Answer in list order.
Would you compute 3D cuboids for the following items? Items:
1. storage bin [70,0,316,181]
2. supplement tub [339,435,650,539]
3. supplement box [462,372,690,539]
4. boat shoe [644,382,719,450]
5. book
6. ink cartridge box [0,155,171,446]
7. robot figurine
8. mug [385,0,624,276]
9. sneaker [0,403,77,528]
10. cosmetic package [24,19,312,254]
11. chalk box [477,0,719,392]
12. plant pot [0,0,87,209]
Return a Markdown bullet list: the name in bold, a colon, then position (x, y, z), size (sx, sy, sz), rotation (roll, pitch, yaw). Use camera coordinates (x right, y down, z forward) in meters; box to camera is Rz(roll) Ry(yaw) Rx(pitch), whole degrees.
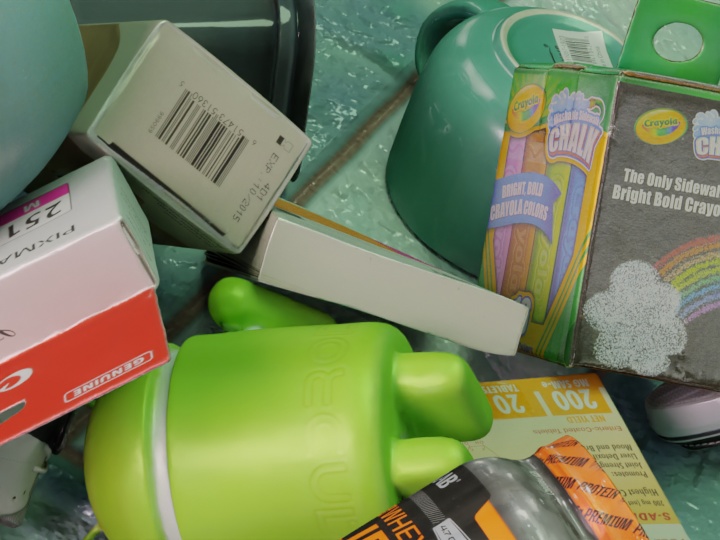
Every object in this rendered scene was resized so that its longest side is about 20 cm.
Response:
- **storage bin**: position (-0.105, -0.157, 1.644), size (0.134, 0.146, 0.200), rotation (0, 42, -11)
- **supplement tub**: position (0.032, 0.163, 1.265), size (0.200, 0.123, 0.123), rotation (-32, 56, -7)
- **supplement box**: position (0.092, 0.146, 1.418), size (0.126, 0.074, 0.200), rotation (-3, 45, -27)
- **boat shoe**: position (0.256, 0.073, 1.582), size (0.199, 0.071, 0.072), rotation (-14, 16, -7)
- **book**: position (0.000, 0.000, 1.482), size (0.133, 0.048, 0.200), rotation (19, 1, -11)
- **ink cartridge box**: position (-0.185, 0.035, 1.282), size (0.200, 0.044, 0.174), rotation (-27, 20, 2)
- **robot figurine**: position (-0.040, 0.086, 1.360), size (0.199, 0.116, 0.176), rotation (-6, 65, 13)
- **mug**: position (0.090, -0.088, 1.661), size (0.185, 0.115, 0.152), rotation (33, 40, 14)
- **sneaker**: position (-0.169, 0.069, 1.357), size (0.200, 0.089, 0.074), rotation (-39, 23, -23)
- **cosmetic package**: position (-0.119, -0.068, 1.460), size (0.105, 0.200, 0.071), rotation (38, 76, -22)
- **chalk box**: position (0.150, -0.046, 1.532), size (0.124, 0.201, 0.124), rotation (10, 1, -24)
- **plant pot**: position (-0.221, -0.095, 1.312), size (0.161, 0.201, 0.201), rotation (-27, 57, -21)
